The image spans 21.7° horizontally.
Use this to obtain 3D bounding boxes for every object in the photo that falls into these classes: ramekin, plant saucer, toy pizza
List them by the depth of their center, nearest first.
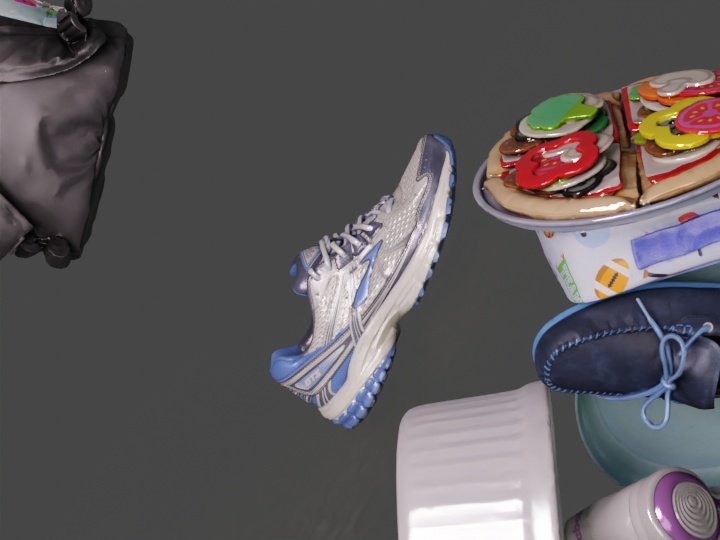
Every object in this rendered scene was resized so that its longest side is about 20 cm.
[{"bbox_3d":[0.161,-0.082,1.133,0.199,0.200,0.032,-19,113,1],"label":"toy pizza"},{"bbox_3d":[0.079,0.173,1.185,0.097,0.201,0.202,-5,101,6],"label":"ramekin"},{"bbox_3d":[0.234,0.066,1.226,0.199,0.027,0.201,-4,121,-6],"label":"plant saucer"}]

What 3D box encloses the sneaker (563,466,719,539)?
[{"bbox_3d":[0.209,0.175,1.228,0.099,0.075,0.200,-23,147,33],"label":"sneaker"}]

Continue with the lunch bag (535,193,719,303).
[{"bbox_3d":[0.206,-0.047,1.162,0.199,0.160,0.076,-19,102,2],"label":"lunch bag"}]

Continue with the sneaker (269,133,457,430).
[{"bbox_3d":[0.000,0.000,1.208,0.085,0.077,0.201,23,99,-2],"label":"sneaker"}]

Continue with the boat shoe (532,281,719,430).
[{"bbox_3d":[0.207,0.048,1.148,0.199,0.069,0.084,-10,136,-1],"label":"boat shoe"}]

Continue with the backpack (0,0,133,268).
[{"bbox_3d":[-0.250,-0.098,1.152,0.199,0.127,0.168,13,89,-4],"label":"backpack"}]
